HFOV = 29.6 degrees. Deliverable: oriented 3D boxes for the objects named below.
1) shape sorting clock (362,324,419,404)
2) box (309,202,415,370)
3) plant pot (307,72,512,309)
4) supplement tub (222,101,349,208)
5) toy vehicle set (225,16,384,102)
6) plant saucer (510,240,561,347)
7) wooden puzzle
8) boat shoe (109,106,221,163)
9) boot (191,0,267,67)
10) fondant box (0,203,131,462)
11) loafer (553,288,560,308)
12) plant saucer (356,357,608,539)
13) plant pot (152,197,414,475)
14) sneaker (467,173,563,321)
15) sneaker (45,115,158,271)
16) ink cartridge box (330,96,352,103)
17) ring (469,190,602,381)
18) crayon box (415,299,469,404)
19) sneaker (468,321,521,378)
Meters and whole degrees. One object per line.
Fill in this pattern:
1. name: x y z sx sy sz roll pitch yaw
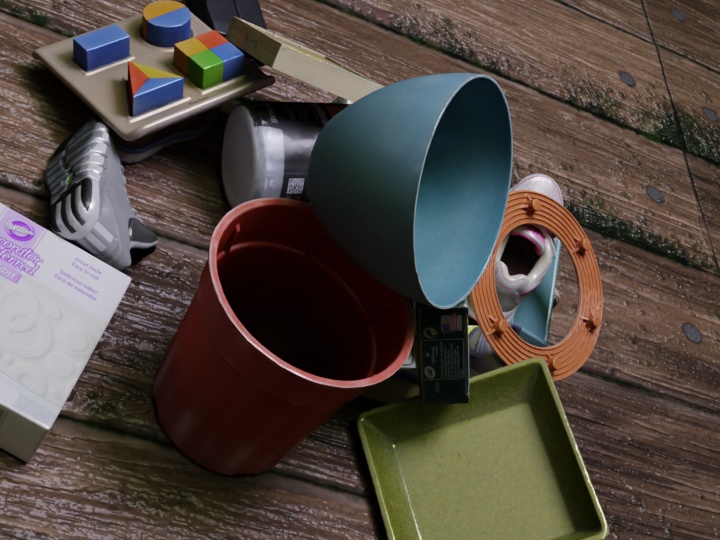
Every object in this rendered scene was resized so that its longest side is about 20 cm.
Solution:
1. shape sorting clock: 0.028 0.048 1.451 0.198 0.039 0.202 12 60 -21
2. box: 0.000 0.000 1.340 0.060 0.116 0.202 2 80 -27
3. plant pot: 0.033 -0.079 1.190 0.134 0.202 0.200 13 32 26
4. supplement tub: -0.039 -0.118 1.468 0.198 0.123 0.123 -1 53 -24
5. toy vehicle set: -0.061 -0.220 1.443 0.123 0.027 0.200 20 10 -24
6. plant saucer: 0.199 -0.005 1.555 0.070 0.019 0.201 31 56 -28
7. wooden puzzle: -0.216 -0.222 1.421 0.185 0.047 0.200 -28 49 -33
8. boat shoe: -0.200 -0.182 1.478 0.072 0.072 0.200 39 40 2
9. boot: -0.132 -0.334 1.672 0.164 0.066 0.201 2 49 -24
10. fondant box: -0.306 0.049 1.198 0.144 0.058 0.201 30 40 -10
11. loafer: 0.143 -0.004 1.576 0.199 0.076 0.069 24 40 -31
12. plant saucer: 0.115 0.205 1.317 0.198 0.048 0.201 -18 56 1
13. plant pot: -0.085 0.073 1.234 0.199 0.195 0.202 21 44 -21
14. sneaker: 0.182 -0.032 1.488 0.081 0.088 0.201 28 57 -7
15. sneaker: -0.250 -0.064 1.350 0.116 0.075 0.201 47 19 -30
16. ink cartridge box: 0.042 -0.106 1.613 0.145 0.048 0.202 7 68 -32
17. ring: 0.188 0.014 1.416 0.199 0.019 0.202 9 76 -39
18. crayon box: 0.079 0.020 1.364 0.050 0.128 0.201 -2 38 3
19. sneaker: 0.139 0.140 1.406 0.074 0.081 0.202 14 59 -41
